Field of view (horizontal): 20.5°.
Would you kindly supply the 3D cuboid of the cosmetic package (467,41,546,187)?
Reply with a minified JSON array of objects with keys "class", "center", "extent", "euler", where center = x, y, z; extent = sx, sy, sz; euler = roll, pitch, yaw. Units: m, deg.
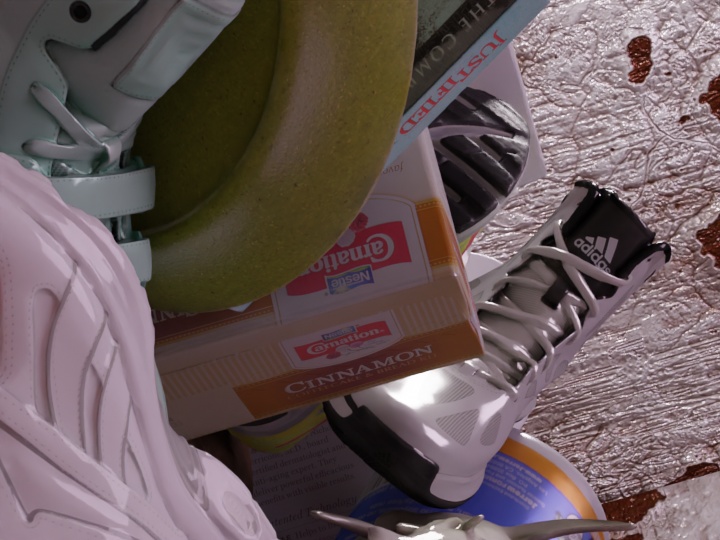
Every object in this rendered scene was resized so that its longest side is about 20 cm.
[{"class":"cosmetic package","center":[-0.031,-0.124,0.973],"extent":[0.200,0.167,0.167],"euler":[-116,-173,-62]}]

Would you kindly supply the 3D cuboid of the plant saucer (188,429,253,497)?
[{"class":"plant saucer","center":[-0.085,0.032,0.845],"extent":[0.200,0.029,0.201],"euler":[-17,90,-84]}]

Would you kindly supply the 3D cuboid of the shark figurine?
[{"class":"shark figurine","center":[0.019,0.122,0.669],"extent":[0.214,0.128,0.090],"euler":[15,74,-70]}]

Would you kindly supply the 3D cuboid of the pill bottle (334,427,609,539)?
[{"class":"pill bottle","center":[0.022,0.162,0.820],"extent":[0.200,0.112,0.112],"euler":[-56,136,-46]}]

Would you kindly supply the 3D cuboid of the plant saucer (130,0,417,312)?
[{"class":"plant saucer","center":[-0.072,-0.084,0.615],"extent":[0.031,0.200,0.201],"euler":[-13,86,-52]}]

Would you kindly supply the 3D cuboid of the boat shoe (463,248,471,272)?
[{"class":"boat shoe","center":[0.020,0.025,0.977],"extent":[0.062,0.073,0.200],"euler":[18,46,-26]}]

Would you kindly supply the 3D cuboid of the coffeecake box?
[{"class":"coffeecake box","center":[-0.054,-0.049,0.720],"extent":[0.073,0.153,0.200],"euler":[65,11,-62]}]

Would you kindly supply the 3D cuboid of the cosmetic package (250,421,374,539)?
[{"class":"cosmetic package","center":[-0.020,0.101,0.988],"extent":[0.102,0.074,0.201],"euler":[46,26,-78]}]

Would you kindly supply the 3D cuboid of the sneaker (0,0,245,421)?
[{"class":"sneaker","center":[-0.076,-0.030,0.564],"extent":[0.074,0.118,0.201],"euler":[-19,88,-58]}]

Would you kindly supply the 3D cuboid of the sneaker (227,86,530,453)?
[{"class":"sneaker","center":[0.000,0.000,0.873],"extent":[0.078,0.200,0.090],"euler":[37,-20,19]}]

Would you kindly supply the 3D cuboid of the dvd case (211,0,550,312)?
[{"class":"dvd case","center":[-0.048,-0.106,0.668],"extent":[0.200,0.146,0.022],"euler":[51,13,25]}]

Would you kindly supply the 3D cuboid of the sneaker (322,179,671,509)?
[{"class":"sneaker","center":[0.057,0.015,0.787],"extent":[0.076,0.115,0.200],"euler":[40,21,7]}]

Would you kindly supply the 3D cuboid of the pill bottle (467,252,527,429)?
[{"class":"pill bottle","center":[0.035,0.070,1.126],"extent":[0.200,0.111,0.111],"euler":[119,-38,-59]}]

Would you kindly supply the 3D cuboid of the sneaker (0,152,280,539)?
[{"class":"sneaker","center":[-0.090,0.053,0.493],"extent":[0.200,0.078,0.099],"euler":[56,41,-24]}]
